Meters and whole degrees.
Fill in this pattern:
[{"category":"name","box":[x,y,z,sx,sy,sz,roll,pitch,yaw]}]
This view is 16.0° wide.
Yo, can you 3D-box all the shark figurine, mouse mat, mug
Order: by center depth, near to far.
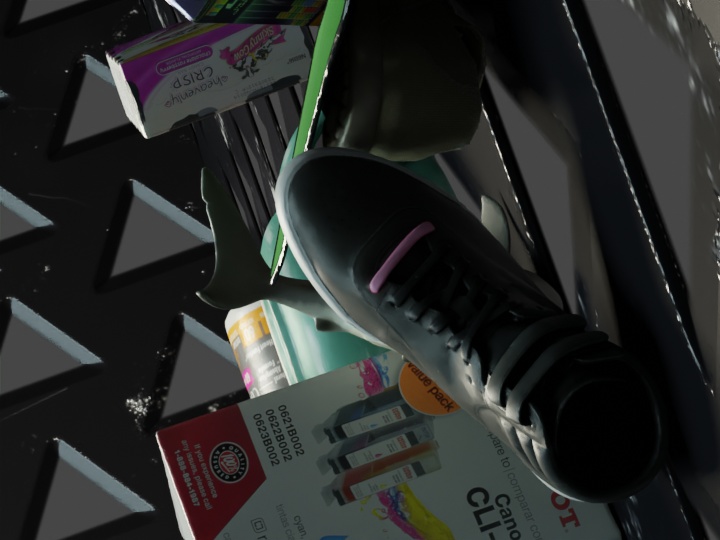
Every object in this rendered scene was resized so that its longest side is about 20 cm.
[{"category":"mouse mat","box":[-0.012,-0.108,1.112,0.200,0.008,0.161,106,175,-51]},{"category":"shark figurine","box":[0.029,0.000,1.243,0.128,0.214,0.090,30,-108,-53]},{"category":"mug","box":[0.002,0.008,1.435,0.152,0.114,0.185,85,164,-70]}]

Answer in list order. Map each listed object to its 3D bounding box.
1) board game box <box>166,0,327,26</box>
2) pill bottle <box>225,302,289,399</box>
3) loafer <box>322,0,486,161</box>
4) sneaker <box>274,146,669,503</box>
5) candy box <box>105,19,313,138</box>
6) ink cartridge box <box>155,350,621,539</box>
[{"category":"board game box","box":[-0.107,-0.202,1.277,0.200,0.057,0.165,41,-162,13]},{"category":"pill bottle","box":[-0.023,0.108,2.027,0.116,0.116,0.200,89,161,-73]},{"category":"loafer","box":[0.020,-0.090,1.150,0.200,0.068,0.076,-85,10,-67]},{"category":"sneaker","box":[0.052,0.020,1.034,0.200,0.071,0.099,44,172,-9]},{"category":"candy box","box":[-0.111,-0.153,1.871,0.200,0.136,0.061,-141,30,-78]},{"category":"ink cartridge box","box":[0.017,0.137,1.311,0.145,0.200,0.145,85,163,-61]}]
